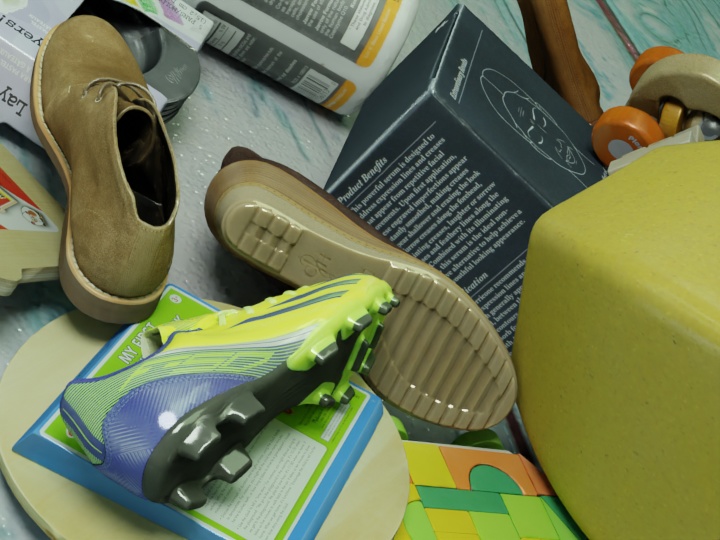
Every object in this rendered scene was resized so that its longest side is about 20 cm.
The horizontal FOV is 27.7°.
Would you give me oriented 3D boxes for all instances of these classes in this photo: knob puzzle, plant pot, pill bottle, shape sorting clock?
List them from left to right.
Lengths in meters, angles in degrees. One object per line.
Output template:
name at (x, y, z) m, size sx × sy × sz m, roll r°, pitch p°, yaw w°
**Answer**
knob puzzle at (-0.235, -0.049, 0.700) m, size 0.219 × 0.031 × 0.220 m, roll 35°, pitch 16°, yaw -12°
shape sorting clock at (-0.072, 0.080, 0.685) m, size 0.198 × 0.039 × 0.201 m, roll 17°, pitch 35°, yaw -12°
pill bottle at (-0.066, -0.201, 1.007) m, size 0.199 × 0.117 × 0.117 m, roll 27°, pitch 32°, yaw -15°
plant pot at (0.187, 0.044, 0.747) m, size 0.195 × 0.196 × 0.199 m, roll -29°, pitch 49°, yaw -35°

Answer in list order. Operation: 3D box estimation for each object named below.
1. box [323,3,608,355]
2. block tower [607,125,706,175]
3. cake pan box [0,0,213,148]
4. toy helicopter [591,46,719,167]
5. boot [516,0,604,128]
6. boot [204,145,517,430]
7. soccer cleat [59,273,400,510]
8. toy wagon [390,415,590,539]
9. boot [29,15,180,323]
box at (0.091, -0.045, 0.932) m, size 0.200 × 0.107 × 0.149 m, roll 42°, pitch 30°, yaw -12°
block tower at (0.218, 0.009, 0.889) m, size 0.201 × 0.054 × 0.058 m, roll 62°, pitch 24°, yaw -16°
cake pan box at (-0.191, -0.151, 0.871) m, size 0.199 × 0.052 × 0.185 m, roll 35°, pitch 30°, yaw -10°
toy helicopter at (0.247, -0.055, 0.933) m, size 0.201 × 0.131 × 0.079 m, roll 55°, pitch 54°, yaw -26°
boot at (0.133, -0.141, 1.055) m, size 0.189 × 0.068 × 0.201 m, roll -98°, pitch 163°, yaw -66°
boot at (0.000, 0.000, 0.827) m, size 0.199 × 0.073 × 0.166 m, roll 37°, pitch 9°, yaw -10°
soccer cleat at (-0.053, 0.037, 0.665) m, size 0.083 × 0.065 × 0.200 m, roll 30°, pitch 33°, yaw 20°
toy wagon at (0.078, 0.147, 0.758) m, size 0.198 × 0.040 × 0.156 m, roll 10°, pitch 40°, yaw -35°
boot at (-0.121, -0.073, 0.737) m, size 0.073 × 0.076 × 0.201 m, roll 6°, pitch 45°, yaw -26°
